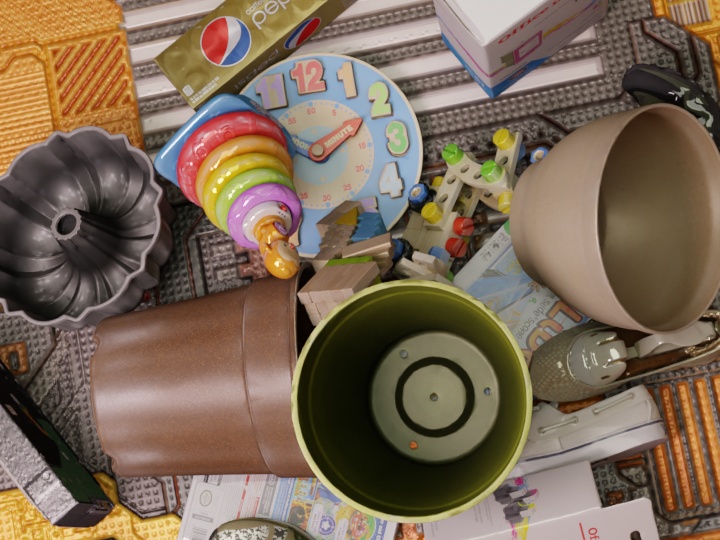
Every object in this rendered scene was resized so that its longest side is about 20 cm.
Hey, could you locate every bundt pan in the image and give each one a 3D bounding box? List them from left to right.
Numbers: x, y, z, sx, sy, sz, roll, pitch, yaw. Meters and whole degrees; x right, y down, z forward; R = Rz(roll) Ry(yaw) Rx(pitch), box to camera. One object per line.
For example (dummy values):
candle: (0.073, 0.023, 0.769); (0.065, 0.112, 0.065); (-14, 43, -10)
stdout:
bundt pan: (-0.261, -0.032, 1.747); (0.202, 0.076, 0.202); (-8, 67, 20)

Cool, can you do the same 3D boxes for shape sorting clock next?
shape sorting clock: (-0.039, -0.111, 1.770); (0.200, 0.039, 0.200); (-1, 81, 7)

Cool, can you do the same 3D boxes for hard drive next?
hard drive: (-0.316, 0.154, 1.712); (0.038, 0.140, 0.200); (-41, 80, 0)

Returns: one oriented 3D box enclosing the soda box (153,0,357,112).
soda box: (-0.099, -0.236, 1.783); (0.200, 0.064, 0.068); (-39, 79, -1)

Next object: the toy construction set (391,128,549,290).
toy construction set: (0.091, -0.039, 1.694); (0.131, 0.092, 0.200); (5, 49, 43)

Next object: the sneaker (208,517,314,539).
sneaker: (-0.050, 0.282, 1.666); (0.200, 0.089, 0.077); (25, 85, 10)

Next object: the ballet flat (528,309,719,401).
ballet flat: (0.245, 0.068, 1.670); (0.200, 0.062, 0.068); (-15, 78, -13)

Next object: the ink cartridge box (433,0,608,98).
ink cartridge box: (0.149, -0.251, 1.686); (0.144, 0.200, 0.085); (-37, 79, 1)

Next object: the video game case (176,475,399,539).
video game case: (-0.068, 0.244, 1.729); (0.200, 0.018, 0.143); (13, 83, 9)

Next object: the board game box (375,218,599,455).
board game box: (0.129, 0.062, 1.724); (0.135, 0.034, 0.200); (42, 88, 11)

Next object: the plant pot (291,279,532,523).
plant pot: (0.056, 0.113, 1.605); (0.200, 0.193, 0.201); (-1, 87, 9)

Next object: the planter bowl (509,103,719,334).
planter bowl: (0.218, -0.044, 1.632); (0.135, 0.200, 0.201); (-1, 79, 45)

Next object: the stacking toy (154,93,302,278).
stacking toy: (-0.095, -0.060, 1.659); (0.110, 0.116, 0.200); (-43, 41, 12)

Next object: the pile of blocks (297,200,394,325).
pile of blocks: (0.000, 0.000, 1.661); (0.082, 0.200, 0.062); (-16, 114, 13)

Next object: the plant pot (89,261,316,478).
plant pot: (-0.131, 0.102, 1.671); (0.198, 0.200, 0.201); (-7, 81, 9)

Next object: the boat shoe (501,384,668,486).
boat shoe: (0.178, 0.154, 1.689); (0.200, 0.071, 0.070); (-18, 74, 1)

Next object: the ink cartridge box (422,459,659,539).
ink cartridge box: (0.165, 0.244, 1.647); (0.200, 0.115, 0.068); (-14, 35, 4)

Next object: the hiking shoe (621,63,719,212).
hiking shoe: (0.303, -0.104, 1.708); (0.101, 0.076, 0.200); (-42, 80, -4)
